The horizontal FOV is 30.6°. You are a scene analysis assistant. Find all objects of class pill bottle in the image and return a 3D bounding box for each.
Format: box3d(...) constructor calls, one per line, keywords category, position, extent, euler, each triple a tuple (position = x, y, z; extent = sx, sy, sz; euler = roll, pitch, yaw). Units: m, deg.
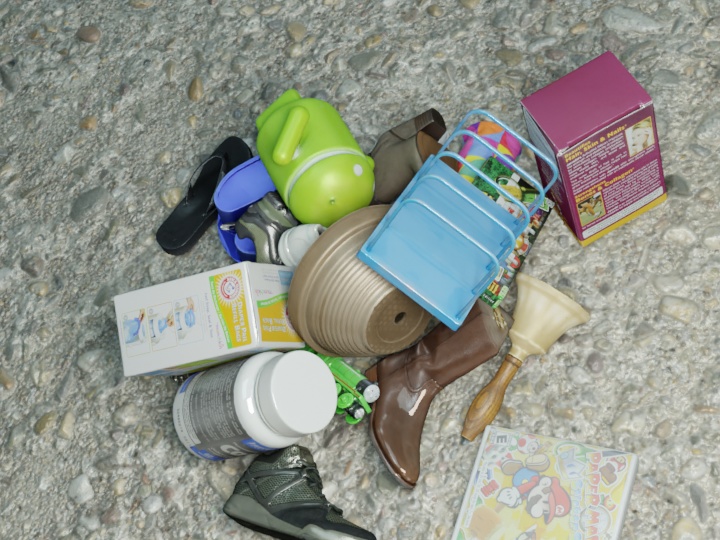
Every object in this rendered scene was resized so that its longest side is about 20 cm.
box3d(category="pill bottle", position=(-0.124, 0.158, 1.552), extent=(0.200, 0.114, 0.114), euler=(-19, 45, 48))

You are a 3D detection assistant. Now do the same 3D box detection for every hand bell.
box3d(category="hand bell", position=(0.178, 0.114, 1.560), extent=(0.104, 0.104, 0.201), euler=(28, 84, 32))

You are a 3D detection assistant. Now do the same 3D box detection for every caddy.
box3d(category="caddy", position=(-0.101, -0.086, 1.766), extent=(0.199, 0.105, 0.142), euler=(-27, 75, 0))

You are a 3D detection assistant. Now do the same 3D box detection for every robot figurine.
box3d(category="robot figurine", position=(-0.056, -0.133, 1.639), extent=(0.116, 0.175, 0.200), euler=(-39, 54, 12))

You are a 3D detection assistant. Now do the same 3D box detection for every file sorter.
box3d(category="file sorter", position=(0.117, -0.065, 1.475), extent=(0.139, 0.123, 0.200), euler=(37, 46, -1))

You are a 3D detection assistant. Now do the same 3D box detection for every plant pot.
box3d(category="plant pot", position=(0.022, 0.031, 1.545), extent=(0.201, 0.201, 0.093), euler=(-40, 49, -9))

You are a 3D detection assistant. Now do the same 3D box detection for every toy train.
box3d(category="toy train", position=(-0.041, 0.125, 1.614), extent=(0.056, 0.042, 0.200), euler=(-39, 37, -14))

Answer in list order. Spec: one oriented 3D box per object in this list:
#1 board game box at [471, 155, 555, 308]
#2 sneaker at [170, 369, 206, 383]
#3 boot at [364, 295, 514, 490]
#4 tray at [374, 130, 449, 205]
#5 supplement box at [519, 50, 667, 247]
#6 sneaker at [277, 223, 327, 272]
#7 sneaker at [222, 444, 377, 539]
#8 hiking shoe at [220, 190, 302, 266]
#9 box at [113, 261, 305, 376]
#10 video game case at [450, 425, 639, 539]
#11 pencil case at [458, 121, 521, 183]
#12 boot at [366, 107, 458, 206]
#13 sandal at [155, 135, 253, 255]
box3d(category="board game box", position=(0.159, -0.050, 1.586), extent=(0.105, 0.023, 0.200), euler=(34, 46, 0))
box3d(category="sneaker", position=(-0.166, 0.094, 1.693), extent=(0.199, 0.090, 0.079), euler=(-19, 80, 26))
box3d(category="boot", position=(0.100, 0.133, 1.531), extent=(0.200, 0.064, 0.187), euler=(-34, 48, 22))
box3d(category="tray", position=(0.069, -0.097, 1.761), extent=(0.107, 0.022, 0.201), euler=(-7, 56, 14))
box3d(category="supplement box", position=(0.285, -0.144, 1.604), extent=(0.130, 0.200, 0.103), euler=(-28, 53, -2))
box3d(category="sneaker", position=(0.000, 0.000, 1.615), extent=(0.088, 0.199, 0.076), euler=(-25, 46, 50))
box3d(category="sneaker", position=(-0.057, 0.264, 1.533), extent=(0.199, 0.076, 0.115), euler=(13, 69, 32))
box3d(category="hiking shoe", position=(-0.092, 0.002, 1.678), extent=(0.100, 0.076, 0.201), euler=(-31, 97, 10))
box3d(category="box", position=(-0.181, 0.061, 1.586), extent=(0.199, 0.112, 0.102), euler=(-14, 80, 28))
box3d(category="video game case", position=(0.198, 0.279, 1.465), extent=(0.181, 0.023, 0.201), euler=(8, 61, 24))
box3d(category="pencil case", position=(0.139, -0.098, 1.685), extent=(0.088, 0.089, 0.200), euler=(11, 54, 25))
box3d(category="boot", position=(0.051, -0.122, 1.692), extent=(0.146, 0.070, 0.200), euler=(-41, 22, 25))
box3d(category="sandal", position=(-0.216, -0.110, 1.857), extent=(0.076, 0.043, 0.201), euler=(19, 66, 29))
